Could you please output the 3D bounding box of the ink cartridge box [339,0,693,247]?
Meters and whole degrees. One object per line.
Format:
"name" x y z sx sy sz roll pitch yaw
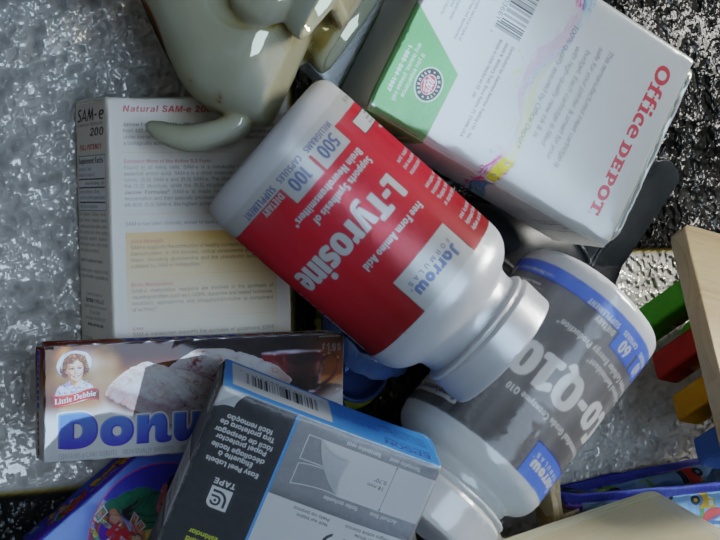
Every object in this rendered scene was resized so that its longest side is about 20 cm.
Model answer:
"ink cartridge box" 0.104 -0.124 1.010 0.200 0.087 0.146 28 85 -19

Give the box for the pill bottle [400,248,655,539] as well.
"pill bottle" 0.099 0.093 1.015 0.114 0.114 0.200 45 76 -22

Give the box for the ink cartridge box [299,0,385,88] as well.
"ink cartridge box" 0.020 -0.187 1.049 0.160 0.047 0.200 -44 104 -12

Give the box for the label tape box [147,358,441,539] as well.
"label tape box" -0.055 0.175 0.919 0.144 0.063 0.200 21 99 -10

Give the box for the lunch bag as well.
"lunch bag" 0.234 0.238 1.186 0.199 0.094 0.151 -5 96 -17

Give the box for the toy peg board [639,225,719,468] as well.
"toy peg board" 0.317 0.091 1.175 0.199 0.098 0.200 13 53 -28

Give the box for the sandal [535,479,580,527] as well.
"sandal" 0.108 0.136 1.114 0.069 0.078 0.212 -17 93 -10

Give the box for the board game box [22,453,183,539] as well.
"board game box" -0.109 0.211 1.002 0.134 0.045 0.200 -40 102 -21

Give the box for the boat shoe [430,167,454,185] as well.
"boat shoe" 0.076 -0.144 1.095 0.073 0.062 0.200 28 78 -24

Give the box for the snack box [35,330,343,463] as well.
"snack box" -0.104 0.077 0.943 0.199 0.024 0.072 -1 95 -27

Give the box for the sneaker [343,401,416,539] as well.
"sneaker" -0.005 0.151 1.064 0.088 0.075 0.201 -28 112 -35

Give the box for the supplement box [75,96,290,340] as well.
"supplement box" -0.117 -0.014 0.988 0.126 0.073 0.201 -2 93 -27

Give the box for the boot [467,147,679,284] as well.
"boot" 0.142 -0.055 1.123 0.200 0.076 0.169 32 80 -32

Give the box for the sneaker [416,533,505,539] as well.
"sneaker" 0.105 0.233 1.118 0.088 0.075 0.201 -26 113 -23

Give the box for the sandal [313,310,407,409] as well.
"sandal" 0.000 0.000 1.046 0.079 0.087 0.201 -12 95 -26

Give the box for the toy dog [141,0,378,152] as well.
"toy dog" -0.106 -0.190 0.936 0.200 0.140 0.194 36 99 8

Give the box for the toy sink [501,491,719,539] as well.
"toy sink" 0.163 0.255 1.045 0.199 0.112 0.131 -11 112 -30

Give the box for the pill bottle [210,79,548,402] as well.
"pill bottle" 0.015 -0.014 0.926 0.200 0.112 0.112 41 73 -6
